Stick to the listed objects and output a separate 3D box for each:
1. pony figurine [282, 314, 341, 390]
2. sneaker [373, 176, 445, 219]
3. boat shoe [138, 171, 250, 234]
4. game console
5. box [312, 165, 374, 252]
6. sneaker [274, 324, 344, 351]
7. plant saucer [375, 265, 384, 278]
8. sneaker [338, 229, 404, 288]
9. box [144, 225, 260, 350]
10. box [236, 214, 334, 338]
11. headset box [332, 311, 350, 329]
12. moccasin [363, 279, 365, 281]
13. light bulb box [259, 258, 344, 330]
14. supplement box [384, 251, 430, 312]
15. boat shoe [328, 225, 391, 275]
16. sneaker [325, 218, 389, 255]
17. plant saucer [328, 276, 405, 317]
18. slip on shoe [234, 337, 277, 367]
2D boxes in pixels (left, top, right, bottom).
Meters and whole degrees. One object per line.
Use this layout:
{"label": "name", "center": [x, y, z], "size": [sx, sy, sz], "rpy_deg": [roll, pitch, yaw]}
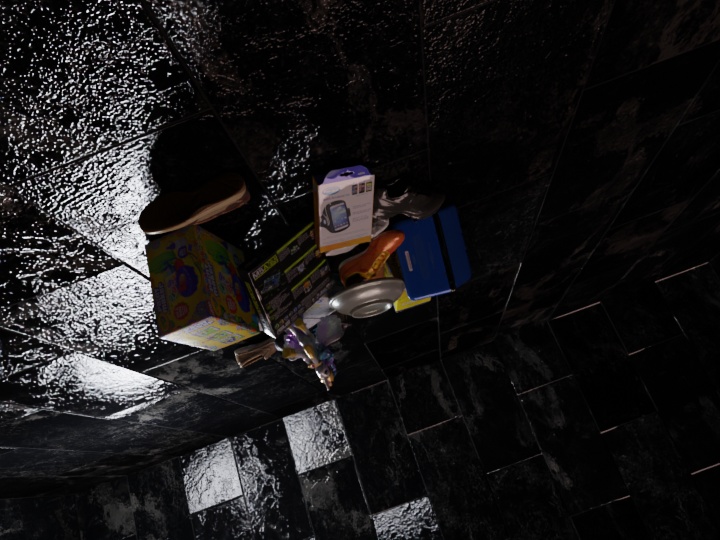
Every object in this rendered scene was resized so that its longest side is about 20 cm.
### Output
{"label": "pony figurine", "center": [-0.130, 0.180, 1.383], "size": [0.166, 0.193, 0.200], "rpy_deg": [-26, 138, 9]}
{"label": "sneaker", "center": [0.107, -0.162, 1.228], "size": [0.200, 0.076, 0.091], "rpy_deg": [-10, 151, -28]}
{"label": "boat shoe", "center": [-0.293, -0.108, 1.008], "size": [0.200, 0.072, 0.072], "rpy_deg": [-25, 158, -3]}
{"label": "game console", "center": [0.179, -0.047, 1.391], "size": [0.170, 0.200, 0.118], "rpy_deg": [-14, -173, 6]}
{"label": "box", "center": [-0.035, -0.132, 1.149], "size": [0.119, 0.042, 0.200], "rpy_deg": [-13, 135, -16]}
{"label": "sneaker", "center": [-0.146, 0.178, 1.580], "size": [0.200, 0.073, 0.082], "rpy_deg": [-15, 170, -2]}
{"label": "plant saucer", "center": [0.072, -0.017, 1.598], "size": [0.200, 0.032, 0.200], "rpy_deg": [-18, 159, -7]}
{"label": "sneaker", "center": [0.033, -0.023, 1.323], "size": [0.073, 0.077, 0.200], "rpy_deg": [18, 131, -43]}
{"label": "box", "center": [-0.321, 0.041, 1.154], "size": [0.122, 0.200, 0.193], "rpy_deg": [-22, 160, 13]}
{"label": "box", "center": [-0.154, 0.014, 1.213], "size": [0.200, 0.047, 0.193], "rpy_deg": [-44, 135, -30]}
{"label": "headset box", "center": [-0.151, 0.146, 1.683], "size": [0.200, 0.075, 0.149], "rpy_deg": [11, 146, -25]}
{"label": "moccasin", "center": [0.000, 0.000, 1.491], "size": [0.200, 0.081, 0.068], "rpy_deg": [-22, -177, 43]}
{"label": "light bulb box", "center": [-0.167, 0.061, 1.449], "size": [0.200, 0.125, 0.198], "rpy_deg": [-36, 153, 33]}
{"label": "supplement box", "center": [0.132, 0.022, 1.554], "size": [0.109, 0.109, 0.200], "rpy_deg": [-18, 158, -6]}
{"label": "boat shoe", "center": [-0.004, -0.058, 1.390], "size": [0.201, 0.072, 0.066], "rpy_deg": [-30, 148, 18]}
{"label": "sneaker", "center": [-0.019, -0.089, 1.308], "size": [0.200, 0.078, 0.099], "rpy_deg": [-20, 169, 20]}
{"label": "plant saucer", "center": [0.023, 0.077, 1.393], "size": [0.200, 0.050, 0.200], "rpy_deg": [-13, 161, -5]}
{"label": "slip on shoe", "center": [-0.324, 0.273, 1.911], "size": [0.200, 0.061, 0.076], "rpy_deg": [-15, 158, -13]}
